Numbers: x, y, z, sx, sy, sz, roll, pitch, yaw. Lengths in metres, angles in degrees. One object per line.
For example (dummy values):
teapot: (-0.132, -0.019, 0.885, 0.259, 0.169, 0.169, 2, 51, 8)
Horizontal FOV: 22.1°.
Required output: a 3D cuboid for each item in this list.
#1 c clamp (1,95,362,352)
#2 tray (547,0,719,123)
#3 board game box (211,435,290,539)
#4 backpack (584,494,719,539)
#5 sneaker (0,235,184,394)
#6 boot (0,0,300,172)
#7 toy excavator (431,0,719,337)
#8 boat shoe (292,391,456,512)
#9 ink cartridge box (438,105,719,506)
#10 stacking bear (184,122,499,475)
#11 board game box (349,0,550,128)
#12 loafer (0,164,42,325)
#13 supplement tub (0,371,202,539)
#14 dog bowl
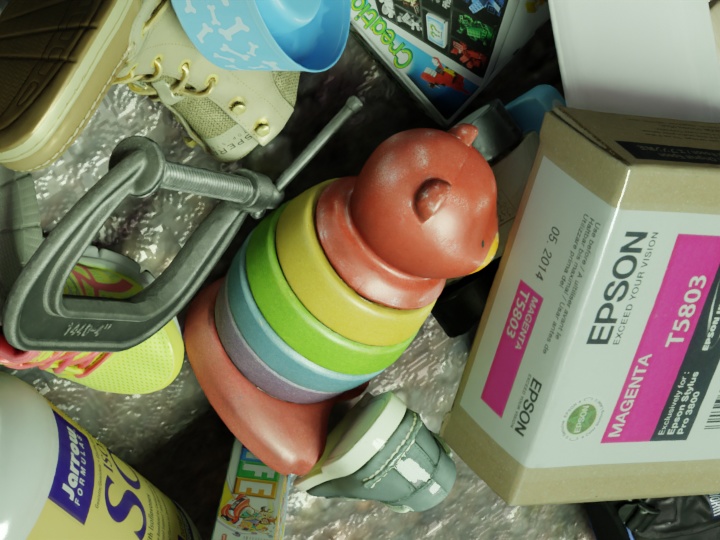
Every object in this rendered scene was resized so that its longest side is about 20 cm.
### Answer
c clamp: (-0.094, -0.027, 0.906, 0.171, 0.027, 0.200, -52, 163, 16)
tray: (0.147, -0.130, 1.019, 0.107, 0.022, 0.201, -9, 87, -27)
board game box: (-0.066, 0.173, 1.056, 0.034, 0.200, 0.135, 7, 118, 0)
backpack: (0.244, 0.125, 1.243, 0.200, 0.147, 0.183, -32, 128, -7)
sneaker: (-0.168, 0.025, 0.962, 0.078, 0.090, 0.200, -44, 130, 17)
boot: (-0.102, -0.096, 0.909, 0.156, 0.073, 0.200, 55, 44, -43)
toy excavator: (0.118, -0.076, 1.077, 0.194, 0.200, 0.100, -31, 99, 36)
boat shoe: (0.010, 0.114, 1.072, 0.062, 0.200, 0.073, 39, 78, -2)
ink cartridge box: (0.151, 0.022, 0.980, 0.164, 0.075, 0.201, 0, 119, -34)
stacking bear: (0.000, 0.000, 0.991, 0.114, 0.122, 0.200, 42, 130, -5)
board game box: (0.030, -0.185, 1.004, 0.126, 0.035, 0.200, -46, 130, -1)
loafer: (-0.201, -0.069, 0.874, 0.063, 0.072, 0.201, -10, 95, 16)
supplement tub: (-0.192, 0.142, 0.988, 0.145, 0.145, 0.200, -44, 131, -1)
dog bowl: (-0.060, -0.188, 0.876, 0.111, 0.049, 0.201, -18, 97, -64)
